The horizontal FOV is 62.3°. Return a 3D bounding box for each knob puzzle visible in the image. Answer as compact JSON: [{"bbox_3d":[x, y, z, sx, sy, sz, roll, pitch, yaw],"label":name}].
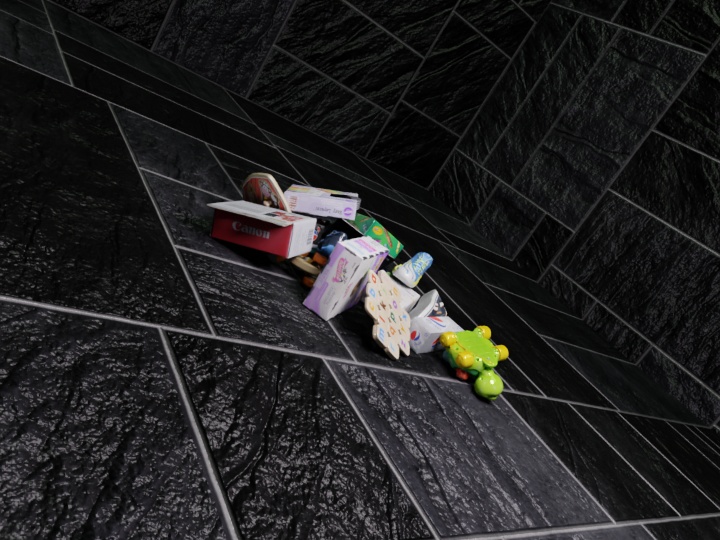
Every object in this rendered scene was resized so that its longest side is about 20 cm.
[{"bbox_3d":[-0.237,-0.154,1.474,0.220,0.220,0.030,40,53,22],"label":"knob puzzle"}]

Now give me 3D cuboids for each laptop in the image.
[{"bbox_3d":[-0.005,-0.081,1.561,0.177,0.103,0.200,38,20,-11],"label":"laptop"}]

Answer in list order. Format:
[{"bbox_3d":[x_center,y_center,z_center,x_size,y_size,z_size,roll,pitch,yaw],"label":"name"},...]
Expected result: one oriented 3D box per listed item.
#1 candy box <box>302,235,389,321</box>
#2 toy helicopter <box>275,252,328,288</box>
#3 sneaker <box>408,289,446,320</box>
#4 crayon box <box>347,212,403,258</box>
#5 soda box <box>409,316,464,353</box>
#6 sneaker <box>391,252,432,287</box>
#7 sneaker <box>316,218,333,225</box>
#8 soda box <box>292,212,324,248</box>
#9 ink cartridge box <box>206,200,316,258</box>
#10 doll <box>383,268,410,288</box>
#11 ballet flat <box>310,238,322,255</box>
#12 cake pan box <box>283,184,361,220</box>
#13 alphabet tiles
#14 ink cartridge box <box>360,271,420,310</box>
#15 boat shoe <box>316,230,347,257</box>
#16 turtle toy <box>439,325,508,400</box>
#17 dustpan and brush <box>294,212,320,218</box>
[{"bbox_3d":[-0.029,0.013,1.368,0.071,0.168,0.200,35,16,12],"label":"candy box"},{"bbox_3d":[-0.125,-0.015,1.478,0.132,0.079,0.200,27,4,12],"label":"toy helicopter"},{"bbox_3d":[0.184,0.121,1.601,0.080,0.078,0.200,60,30,-6],"label":"sneaker"},{"bbox_3d":[0.020,-0.098,1.637,0.119,0.058,0.200,40,-5,-27],"label":"crayon box"},{"bbox_3d":[0.186,0.162,1.518,0.063,0.068,0.200,42,19,29],"label":"soda box"},{"bbox_3d":[0.148,-0.012,1.659,0.076,0.105,0.200,37,4,7],"label":"sneaker"},{"bbox_3d":[-0.082,-0.099,1.737,0.081,0.075,0.200,50,20,22],"label":"sneaker"},{"bbox_3d":[-0.191,-0.122,1.550,0.200,0.064,0.071,25,9,37],"label":"soda box"},{"bbox_3d":[-0.228,-0.095,1.349,0.199,0.084,0.176,15,13,16],"label":"ink cartridge box"},{"bbox_3d":[0.054,0.007,1.732,0.200,0.049,0.136,36,-1,18],"label":"doll"},{"bbox_3d":[-0.075,-0.051,1.634,0.199,0.069,0.071,28,30,-5],"label":"ballet flat"},{"bbox_3d":[-0.100,-0.183,1.591,0.199,0.053,0.184,9,17,0],"label":"cake pan box"},{"bbox_3d":[0.062,0.099,1.360,0.196,0.015,0.201,50,33,-38],"label":"alphabet tiles"},{"bbox_3d":[0.073,0.074,1.558,0.117,0.067,0.200,37,16,11],"label":"ink cartridge box"},{"bbox_3d":[-0.056,-0.055,1.452,0.084,0.069,0.200,40,-6,-11],"label":"boat shoe"},{"bbox_3d":[0.279,0.224,1.453,0.145,0.101,0.200,-5,37,-27],"label":"turtle toy"},{"bbox_3d":[-0.159,-0.158,1.639,0.139,0.057,0.200,-3,26,-29],"label":"dustpan and brush"}]
